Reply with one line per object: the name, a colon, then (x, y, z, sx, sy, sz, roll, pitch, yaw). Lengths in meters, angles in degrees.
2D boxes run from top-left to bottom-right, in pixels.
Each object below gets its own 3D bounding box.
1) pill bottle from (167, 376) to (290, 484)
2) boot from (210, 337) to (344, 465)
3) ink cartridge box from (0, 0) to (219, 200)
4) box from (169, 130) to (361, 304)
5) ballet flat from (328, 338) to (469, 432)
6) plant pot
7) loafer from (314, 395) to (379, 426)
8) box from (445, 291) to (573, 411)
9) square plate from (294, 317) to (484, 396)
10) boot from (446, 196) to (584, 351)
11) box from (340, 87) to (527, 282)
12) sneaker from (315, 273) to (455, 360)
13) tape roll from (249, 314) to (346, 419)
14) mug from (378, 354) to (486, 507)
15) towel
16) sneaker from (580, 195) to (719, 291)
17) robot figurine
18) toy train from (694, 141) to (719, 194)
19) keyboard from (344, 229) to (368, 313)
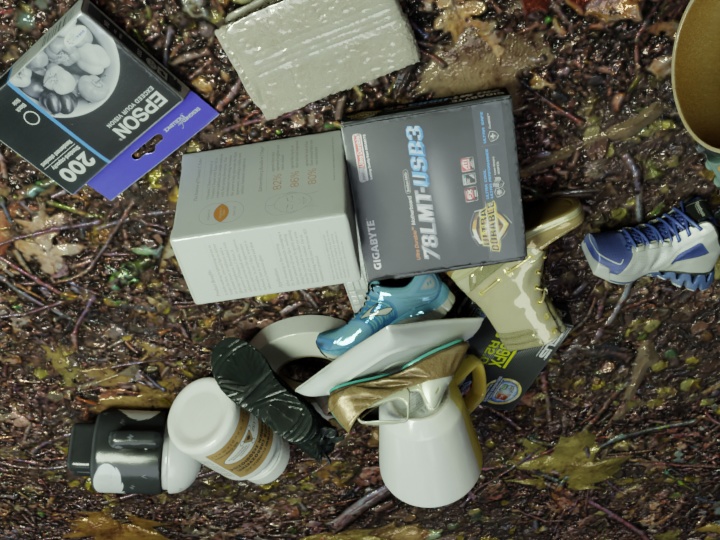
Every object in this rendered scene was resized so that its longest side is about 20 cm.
pill bottle: (-0.187, 0.247, 1.407, 0.113, 0.116, 0.200, -20, 146, 15)
boot: (-0.114, 0.186, 1.326, 0.074, 0.198, 0.163, -48, 159, -6)
ink cartridge box: (-0.294, -0.173, 1.059, 0.197, 0.044, 0.199, -33, 129, 25)
box: (-0.106, -0.063, 1.100, 0.197, 0.154, 0.107, -8, 135, 5)
ballet flat: (0.057, 0.155, 1.210, 0.197, 0.073, 0.068, -20, 162, -4)
plant pot: (0.464, -0.217, 0.987, 0.197, 0.188, 0.188, -2, 136, -19)
loafer: (0.013, 0.201, 1.371, 0.198, 0.063, 0.072, 20, 126, -35)
box: (0.188, 0.113, 1.364, 0.158, 0.045, 0.201, 14, 131, -15)
square plate: (0.043, 0.119, 1.257, 0.196, 0.029, 0.199, -1, 153, -46)
boot: (0.228, 0.009, 1.208, 0.199, 0.073, 0.156, -31, 103, 29)
box: (0.087, -0.097, 1.107, 0.195, 0.050, 0.203, -8, 112, 2)
sneaker: (0.024, 0.050, 1.267, 0.198, 0.078, 0.091, -27, 99, 13)
tape roll: (-0.074, 0.146, 1.385, 0.199, 0.037, 0.205, -2, 135, -2)
mug: (0.091, 0.204, 1.305, 0.147, 0.188, 0.154, 1, 136, 14)
towel: (-0.044, -0.246, 1.011, 0.197, 0.035, 0.133, -18, 134, 12)
sneaker: (0.388, -0.045, 1.210, 0.196, 0.081, 0.116, 5, 130, -18)
robot figurine: (-0.338, 0.272, 1.433, 0.197, 0.150, 0.127, 3, 107, -6)
toy train: (0.482, -0.121, 1.136, 0.113, 0.086, 0.200, -21, 132, 30)
keyboard: (0.000, 0.000, 1.267, 0.055, 0.011, 0.201, -11, 133, 7)
